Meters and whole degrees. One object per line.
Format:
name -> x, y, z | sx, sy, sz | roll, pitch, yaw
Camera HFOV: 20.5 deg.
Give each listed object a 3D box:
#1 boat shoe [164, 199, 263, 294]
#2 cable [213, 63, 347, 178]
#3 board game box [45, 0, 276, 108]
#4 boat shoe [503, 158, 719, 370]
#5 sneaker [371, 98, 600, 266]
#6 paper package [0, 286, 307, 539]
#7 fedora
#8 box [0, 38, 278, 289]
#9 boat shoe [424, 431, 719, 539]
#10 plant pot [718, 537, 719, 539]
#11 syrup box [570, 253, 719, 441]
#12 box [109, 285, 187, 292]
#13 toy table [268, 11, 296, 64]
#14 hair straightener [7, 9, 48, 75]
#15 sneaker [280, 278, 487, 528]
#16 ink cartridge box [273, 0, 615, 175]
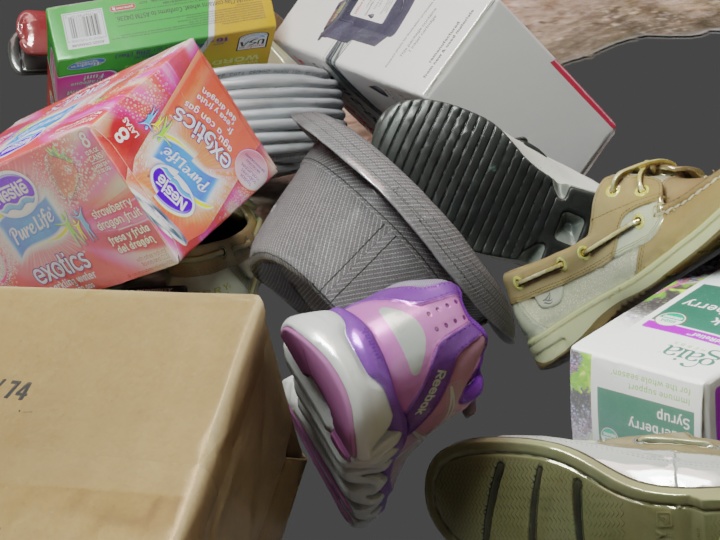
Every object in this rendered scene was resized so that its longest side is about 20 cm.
boat shoe -> -0.094, -0.019, 1.238 | 0.072, 0.064, 0.201 | -5, 21, 3
cable -> -0.108, -0.090, 1.331 | 0.199, 0.070, 0.199 | -8, 1, 40
board game box -> -0.145, -0.138, 1.413 | 0.152, 0.041, 0.200 | -11, -16, -11
boat shoe -> 0.147, -0.021, 1.047 | 0.200, 0.067, 0.074 | -40, -12, 35
sneaker -> 0.092, -0.040, 1.186 | 0.199, 0.074, 0.089 | 28, 5, -10
paper package -> -0.143, 0.104, 0.855 | 0.198, 0.104, 0.191 | 2, 43, 16
fedora -> 0.000, 0.000, 1.104 | 0.090, 0.177, 0.200 | -43, 4, -5
box -> -0.160, -0.048, 1.178 | 0.199, 0.095, 0.103 | -16, 23, 48
boat shoe -> 0.128, 0.110, 0.887 | 0.199, 0.075, 0.068 | 9, 15, 27
plant pot -> 0.225, 0.053, 0.758 | 0.198, 0.201, 0.191 | -2, 42, 8
syrup box -> 0.194, 0.046, 0.999 | 0.078, 0.082, 0.199 | 13, 28, 40
box -> -0.139, 0.070, 1.056 | 0.075, 0.051, 0.200 | -2, 23, 8
toy table -> -0.127, -0.216, 1.646 | 0.183, 0.118, 0.199 | -23, 28, -35
hair straightener -> -0.164, -0.162, 1.467 | 0.198, 0.041, 0.077 | -7, -17, -26
sneaker -> 0.015, 0.056, 0.913 | 0.088, 0.081, 0.200 | -30, -14, -13
ink cartridge box -> 0.053, -0.128, 1.345 | 0.085, 0.145, 0.200 | -53, 35, -6
